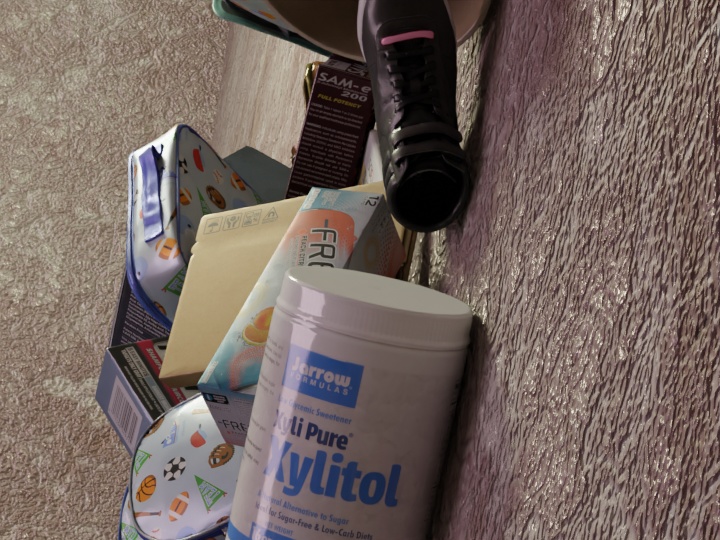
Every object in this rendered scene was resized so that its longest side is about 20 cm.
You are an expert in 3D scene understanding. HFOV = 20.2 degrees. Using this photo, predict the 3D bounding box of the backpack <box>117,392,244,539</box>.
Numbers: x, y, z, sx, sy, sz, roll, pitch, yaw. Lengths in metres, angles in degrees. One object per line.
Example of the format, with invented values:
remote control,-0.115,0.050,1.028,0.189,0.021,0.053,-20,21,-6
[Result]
backpack,-0.089,0.180,1.485,0.190,0.154,0.200,-33,33,21

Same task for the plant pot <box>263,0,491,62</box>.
plant pot,0.029,-0.289,1.486,0.188,0.187,0.200,112,179,-52

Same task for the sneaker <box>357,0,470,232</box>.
sneaker,0.042,-0.118,1.402,0.099,0.070,0.201,-110,13,-66

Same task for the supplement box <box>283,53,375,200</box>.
supplement box,-0.030,-0.090,1.845,0.109,0.061,0.201,-63,-13,-77

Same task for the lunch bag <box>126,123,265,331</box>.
lunch bag,-0.139,-0.025,1.731,0.075,0.160,0.201,-30,41,21

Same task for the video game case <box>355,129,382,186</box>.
video game case,0.000,0.000,1.745,0.182,0.023,0.201,-100,22,-67

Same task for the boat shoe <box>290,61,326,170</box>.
boat shoe,-0.037,-0.106,1.961,0.072,0.068,0.201,128,150,-68

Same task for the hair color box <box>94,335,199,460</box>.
hair color box,-0.101,0.097,1.626,0.099,0.199,0.061,52,139,36

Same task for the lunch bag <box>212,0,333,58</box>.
lunch bag,-0.047,-0.271,1.885,0.200,0.170,0.122,-168,96,-81

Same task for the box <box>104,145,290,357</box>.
box,-0.144,0.007,2.069,0.200,0.124,0.197,-35,-34,-51

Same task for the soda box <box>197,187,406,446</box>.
soda box,-0.038,0.033,1.439,0.200,0.063,0.069,-62,-35,-35

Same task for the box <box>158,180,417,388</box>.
box,-0.053,0.009,1.559,0.021,0.199,0.164,53,-142,-42

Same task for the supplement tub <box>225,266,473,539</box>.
supplement tub,-0.008,0.109,1.313,0.132,0.131,0.201,-124,45,-78
